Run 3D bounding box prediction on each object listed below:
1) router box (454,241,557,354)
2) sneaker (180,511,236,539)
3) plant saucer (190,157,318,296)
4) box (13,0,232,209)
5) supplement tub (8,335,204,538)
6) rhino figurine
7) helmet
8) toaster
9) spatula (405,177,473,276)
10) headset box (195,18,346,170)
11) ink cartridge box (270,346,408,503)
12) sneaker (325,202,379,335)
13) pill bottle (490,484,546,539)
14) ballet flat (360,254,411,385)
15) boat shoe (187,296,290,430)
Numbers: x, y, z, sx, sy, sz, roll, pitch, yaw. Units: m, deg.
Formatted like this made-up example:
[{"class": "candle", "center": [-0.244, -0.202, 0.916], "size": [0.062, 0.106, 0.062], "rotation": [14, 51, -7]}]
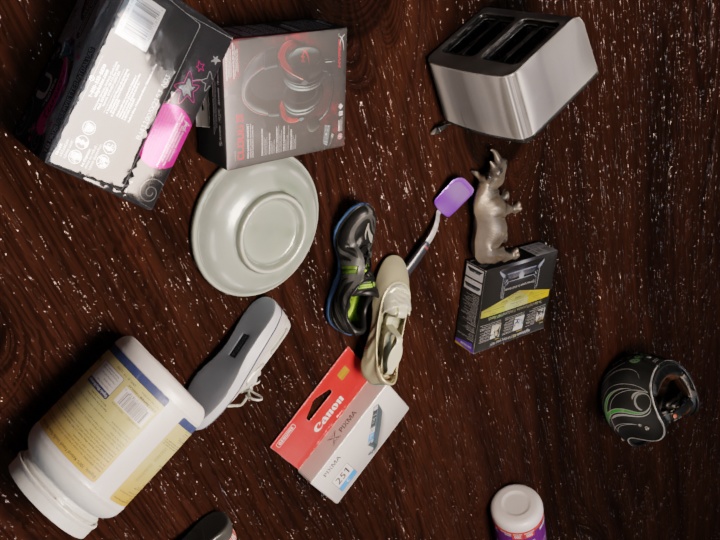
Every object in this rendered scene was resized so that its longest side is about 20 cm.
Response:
[{"class": "router box", "center": [0.263, 0.046, 1.458], "size": [0.197, 0.052, 0.161], "rotation": [-13, 119, -37]}, {"class": "sneaker", "center": [-0.260, 0.450, 1.174], "size": [0.199, 0.067, 0.110], "rotation": [-32, 126, -30]}, {"class": "plant saucer", "center": [-0.125, -0.055, 1.064], "size": [0.197, 0.050, 0.205], "rotation": [-20, 123, -34]}, {"class": "box", "center": [-0.248, -0.191, 0.842], "size": [0.131, 0.114, 0.204], "rotation": [25, 92, -44]}, {"class": "supplement tub", "center": [-0.298, 0.196, 0.962], "size": [0.200, 0.143, 0.145], "rotation": [-46, 133, -14]}, {"class": "rhino figurine", "center": [0.220, -0.102, 1.344], "size": [0.086, 0.059, 0.205], "rotation": [-20, 120, -28]}, {"class": "helmet", "center": [0.631, 0.288, 1.812], "size": [0.195, 0.190, 0.206], "rotation": [7, 75, -26]}, {"class": "toaster", "center": [0.209, -0.281, 1.167], "size": [0.200, 0.179, 0.120], "rotation": [-43, 130, -18]}, {"class": "spatula", "center": [0.111, -0.060, 1.294], "size": [0.056, 0.020, 0.202], "rotation": [36, 85, -46]}, {"class": "headset box", "center": [-0.115, -0.214, 0.978], "size": [0.197, 0.074, 0.152], "rotation": [-17, 121, -35]}, {"class": "ink cartridge box", "center": [-0.028, 0.252, 1.303], "size": [0.201, 0.044, 0.177], "rotation": [-51, 136, -11]}, {"class": "sneaker", "center": [0.000, 0.000, 1.179], "size": [0.070, 0.082, 0.205], "rotation": [-8, 115, -39]}, {"class": "pill bottle", "center": [0.342, 0.563, 1.737], "size": [0.111, 0.112, 0.204], "rotation": [-33, 128, -25]}, {"class": "ballet flat", "center": [0.049, 0.081, 1.254], "size": [0.068, 0.069, 0.206], "rotation": [3, 99, -42]}, {"class": "boat shoe", "center": [-0.162, 0.140, 1.116], "size": [0.204, 0.074, 0.086], "rotation": [-58, 139, -17]}]
